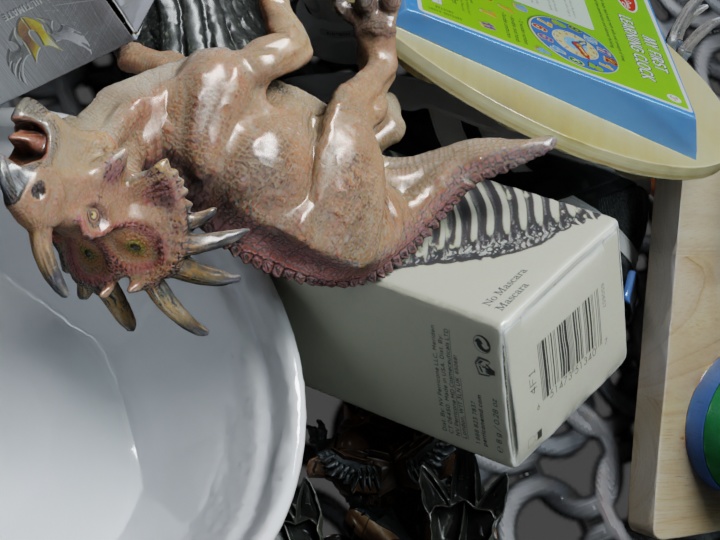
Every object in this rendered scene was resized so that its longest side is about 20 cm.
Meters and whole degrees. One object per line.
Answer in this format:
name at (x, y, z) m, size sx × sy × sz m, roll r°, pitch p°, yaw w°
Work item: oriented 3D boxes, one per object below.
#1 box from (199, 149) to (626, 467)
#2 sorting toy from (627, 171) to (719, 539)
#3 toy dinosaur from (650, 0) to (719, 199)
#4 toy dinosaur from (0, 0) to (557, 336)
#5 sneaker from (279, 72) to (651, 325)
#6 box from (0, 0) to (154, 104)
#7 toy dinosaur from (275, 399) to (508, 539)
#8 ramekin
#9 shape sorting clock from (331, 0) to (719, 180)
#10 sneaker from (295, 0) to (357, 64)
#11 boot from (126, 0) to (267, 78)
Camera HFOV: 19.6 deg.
box at (0.000, 0.000, 0.815) m, size 0.082 × 0.200 × 0.068 m, roll -40°, pitch 136°, yaw -38°
sorting toy at (0.229, 0.024, 0.976) m, size 0.200 × 0.070 × 0.199 m, roll -4°, pitch 103°, yaw -35°
toy dinosaur at (0.146, -0.067, 1.020) m, size 0.181 × 0.105 × 0.200 m, roll -3°, pitch 82°, yaw -13°
toy dinosaur at (-0.035, -0.029, 0.730) m, size 0.200 × 0.086 × 0.136 m, roll 14°, pitch 61°, yaw -19°
sneaker at (0.043, -0.015, 0.930) m, size 0.200 × 0.073 × 0.112 m, roll 12°, pitch 70°, yaw -23°
box at (-0.150, -0.099, 0.733) m, size 0.048 × 0.200 × 0.158 m, roll 55°, pitch 27°, yaw -26°
toy dinosaur at (0.026, 0.111, 0.841) m, size 0.200 × 0.102 × 0.136 m, roll 61°, pitch 7°, yaw 13°
ramekin at (-0.130, 0.052, 0.759) m, size 0.200 × 0.105 × 0.200 m, roll 15°, pitch 60°, yaw -27°
shape sorting clock at (0.065, -0.096, 0.860) m, size 0.200 × 0.039 × 0.200 m, roll 20°, pitch 27°, yaw -11°
sneaker at (0.007, -0.195, 0.974) m, size 0.081 × 0.075 × 0.200 m, roll 67°, pitch 26°, yaw -54°
boot at (-0.067, -0.158, 0.915) m, size 0.158 × 0.079 × 0.211 m, roll 63°, pitch 31°, yaw -9°
